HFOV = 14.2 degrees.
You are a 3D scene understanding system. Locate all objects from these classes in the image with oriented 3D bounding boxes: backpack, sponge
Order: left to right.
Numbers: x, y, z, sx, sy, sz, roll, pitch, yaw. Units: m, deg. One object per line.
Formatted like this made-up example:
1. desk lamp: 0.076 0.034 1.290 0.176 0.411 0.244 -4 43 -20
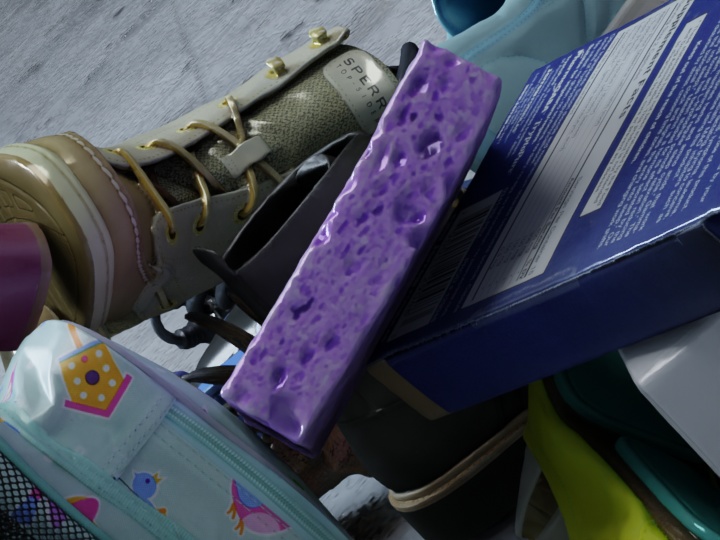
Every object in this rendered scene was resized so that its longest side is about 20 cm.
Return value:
1. backpack: -0.074 0.115 0.861 0.153 0.200 0.176 -43 5 -12
2. sponge: 0.000 0.000 0.860 0.112 0.030 0.200 -61 -2 -5

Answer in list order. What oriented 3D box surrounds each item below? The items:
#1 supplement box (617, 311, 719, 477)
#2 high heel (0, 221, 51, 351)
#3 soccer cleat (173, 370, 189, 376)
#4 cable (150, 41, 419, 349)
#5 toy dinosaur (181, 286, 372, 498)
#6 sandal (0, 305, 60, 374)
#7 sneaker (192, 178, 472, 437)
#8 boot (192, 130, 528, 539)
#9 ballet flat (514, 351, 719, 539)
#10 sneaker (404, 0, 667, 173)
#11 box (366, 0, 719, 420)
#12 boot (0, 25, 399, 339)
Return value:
1. supplement box: 0.129 0.000 0.845 0.101 0.103 0.200 -41 16 9
2. high heel: -0.175 0.064 0.966 0.067 0.096 0.201 45 125 46
3. soccer cleat: -0.115 0.108 1.197 0.084 0.065 0.200 -29 21 31
4. cable: -0.008 -0.049 1.265 0.200 0.051 0.163 -38 -10 -41
5. toy dinosaur: -0.077 0.068 1.069 0.086 0.199 0.136 -112 27 -47
6. sandal: -0.112 0.114 0.995 0.054 0.201 0.080 -9 3 -19
7. sneaker: 0.005 0.008 1.158 0.200 0.070 0.078 -32 25 31
8. boot: 0.054 -0.021 1.002 0.200 0.138 0.077 -47 18 -14
9. ballet flat: 0.077 0.072 0.870 0.067 0.067 0.200 -61 15 15
10. sneaker: 0.074 -0.105 1.116 0.074 0.082 0.200 -47 5 34
11. box: 0.085 -0.032 0.780 0.200 0.032 0.121 -28 27 58
12. boot: -0.054 -0.036 1.040 0.154 0.072 0.200 -29 -7 -9
